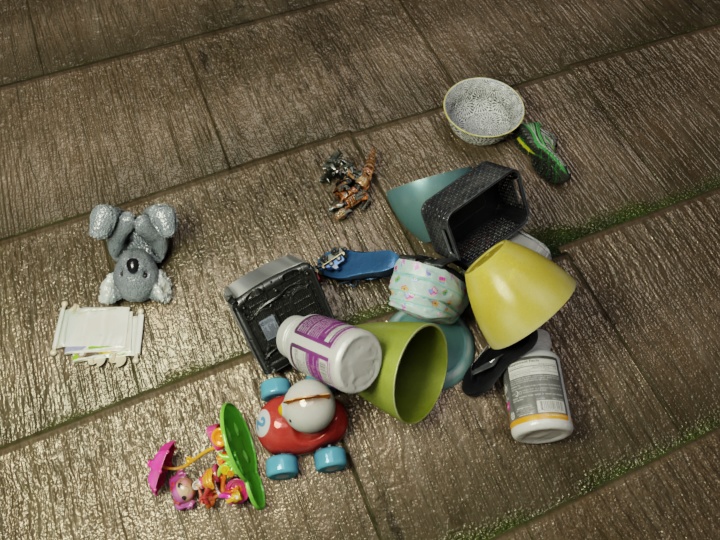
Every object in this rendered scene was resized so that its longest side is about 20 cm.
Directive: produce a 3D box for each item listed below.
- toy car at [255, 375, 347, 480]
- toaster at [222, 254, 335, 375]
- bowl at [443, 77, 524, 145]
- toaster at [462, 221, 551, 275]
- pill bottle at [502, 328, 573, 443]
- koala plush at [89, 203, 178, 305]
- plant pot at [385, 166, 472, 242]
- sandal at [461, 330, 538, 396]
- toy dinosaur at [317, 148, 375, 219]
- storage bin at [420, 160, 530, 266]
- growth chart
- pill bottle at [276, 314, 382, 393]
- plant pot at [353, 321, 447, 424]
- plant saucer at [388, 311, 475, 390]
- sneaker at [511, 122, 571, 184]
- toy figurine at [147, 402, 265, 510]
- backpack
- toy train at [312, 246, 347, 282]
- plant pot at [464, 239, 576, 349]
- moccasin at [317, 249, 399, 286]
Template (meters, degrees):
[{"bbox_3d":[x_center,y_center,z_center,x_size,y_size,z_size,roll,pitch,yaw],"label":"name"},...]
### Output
[{"bbox_3d":[-0.111,0.258,1.162,0.175,0.201,0.186,-7,59,-5],"label":"toy car"},{"bbox_3d":[-0.164,0.078,1.275,0.180,0.201,0.119,-30,23,-16],"label":"toaster"},{"bbox_3d":[0.304,-0.380,1.605,0.199,0.094,0.202,0,60,0],"label":"bowl"},{"bbox_3d":[0.314,-0.016,1.382,0.199,0.114,0.129,32,60,19],"label":"toaster"},{"bbox_3d":[0.337,0.223,1.237,0.115,0.117,0.202,-1,59,-1],"label":"pill bottle"},{"bbox_3d":[-0.479,-0.024,1.371,0.176,0.184,0.202,-3,80,-16],"label":"koala plush"},{"bbox_3d":[0.169,-0.139,1.424,0.198,0.200,0.136,-16,93,-10],"label":"plant pot"},{"bbox_3d":[0.260,0.167,1.242,0.043,0.200,0.076,26,30,-22],"label":"sandal"},{"bbox_3d":[-0.025,-0.212,1.522,0.135,0.102,0.200,33,45,1],"label":"toy dinosaur"},{"bbox_3d":[0.239,-0.119,1.319,0.199,0.136,0.094,-35,33,-16],"label":"storage bin"},{"bbox_3d":[-0.551,0.134,1.338,0.198,0.018,0.146,3,60,1],"label":"growth chart"},{"bbox_3d":[-0.063,0.142,1.150,0.199,0.113,0.112,14,53,47],"label":"pill bottle"},{"bbox_3d":[0.037,0.174,1.229,0.199,0.188,0.188,12,56,37],"label":"plant pot"},{"bbox_3d":[0.141,0.153,1.328,0.198,0.028,0.202,0,59,0],"label":"plant saucer"},{"bbox_3d":[0.460,-0.298,1.567,0.085,0.078,0.201,-20,61,-13],"label":"sneaker"},{"bbox_3d":[-0.292,0.369,1.161,0.183,0.150,0.202,-22,86,2],"label":"toy figurine"},{"bbox_3d":[0.136,0.037,1.256,0.165,0.200,0.128,7,83,23],"label":"backpack"},{"bbox_3d":[-0.107,0.016,1.368,0.199,0.034,0.046,-35,74,6],"label":"toy train"},{"bbox_3d":[0.280,0.028,1.201,0.200,0.200,0.142,-41,91,-22],"label":"plant pot"},{"bbox_3d":[0.000,0.000,1.388,0.198,0.068,0.081,4,70,29],"label":"moccasin"}]
